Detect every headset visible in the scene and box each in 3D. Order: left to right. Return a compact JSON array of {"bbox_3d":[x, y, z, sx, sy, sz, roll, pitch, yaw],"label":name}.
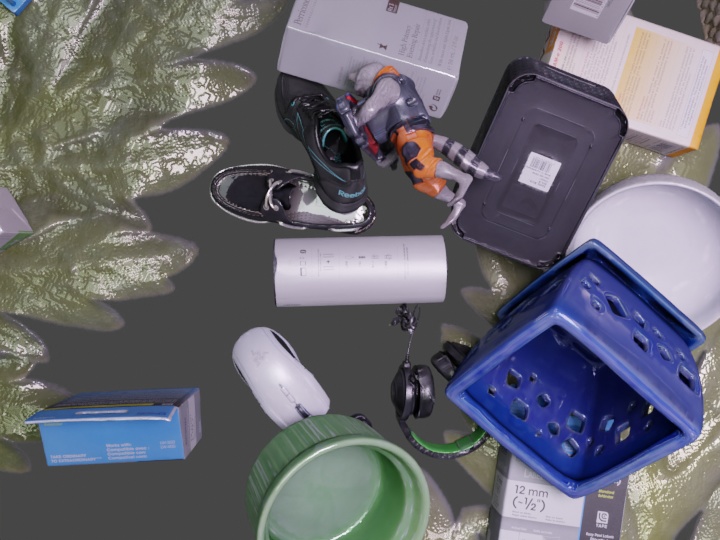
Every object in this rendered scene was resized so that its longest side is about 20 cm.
[{"bbox_3d":[0.089,0.130,1.025,0.123,0.094,0.200,-26,103,-2],"label":"headset"}]

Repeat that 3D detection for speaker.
[{"bbox_3d":[0.000,0.000,1.028,0.199,0.081,0.082,-2,90,-3],"label":"speaker"}]

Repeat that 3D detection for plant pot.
[{"bbox_3d":[0.242,0.095,0.959,0.200,0.200,0.180,40,45,-4],"label":"plant pot"}]

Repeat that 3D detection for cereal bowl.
[{"bbox_3d":[0.338,-0.022,1.026,0.199,0.083,0.201,6,116,13],"label":"cereal bowl"}]

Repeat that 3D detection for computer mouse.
[{"bbox_3d":[-0.079,0.156,1.042,0.110,0.044,0.200,-40,92,-1],"label":"computer mouse"}]

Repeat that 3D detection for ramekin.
[{"bbox_3d":[-0.032,0.259,0.987,0.199,0.098,0.201,-7,108,-21],"label":"ramekin"}]

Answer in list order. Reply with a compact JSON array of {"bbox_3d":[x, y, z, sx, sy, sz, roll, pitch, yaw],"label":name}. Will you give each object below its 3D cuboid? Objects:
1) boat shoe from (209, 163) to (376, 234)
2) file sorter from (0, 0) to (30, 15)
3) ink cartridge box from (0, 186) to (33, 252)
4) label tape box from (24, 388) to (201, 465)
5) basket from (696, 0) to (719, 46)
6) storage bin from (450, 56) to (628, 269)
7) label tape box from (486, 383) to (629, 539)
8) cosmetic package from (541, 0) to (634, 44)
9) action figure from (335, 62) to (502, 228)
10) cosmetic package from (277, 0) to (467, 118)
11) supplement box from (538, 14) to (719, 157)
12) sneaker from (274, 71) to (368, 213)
[{"bbox_3d":[-0.079,-0.082,1.034,0.199,0.060,0.074,15,90,-3],"label":"boat shoe"},{"bbox_3d":[-0.390,-0.422,0.990,0.139,0.123,0.200,41,88,-3],"label":"file sorter"},{"bbox_3d":[-0.482,-0.019,0.986,0.200,0.117,0.067,-31,94,-2],"label":"ink cartridge box"},{"bbox_3d":[-0.256,0.170,0.948,0.143,0.200,0.066,-2,91,-3],"label":"label tape box"},{"bbox_3d":[0.475,-0.377,0.998,0.160,0.200,0.199,-15,90,3],"label":"basket"},{"bbox_3d":[0.195,-0.120,0.992,0.135,0.094,0.200,21,116,-2],"label":"storage bin"},{"bbox_3d":[0.237,0.246,1.047,0.143,0.066,0.201,9,91,-3],"label":"label tape box"},{"bbox_3d":[0.263,-0.360,0.983,0.090,0.107,0.200,19,52,-1],"label":"cosmetic package"},{"bbox_3d":[0.057,-0.142,0.955,0.104,0.200,0.194,-36,81,9],"label":"action figure"},{"bbox_3d":[0.015,-0.257,1.015,0.199,0.074,0.102,16,54,-5],"label":"cosmetic package"},{"bbox_3d":[0.311,-0.226,1.046,0.199,0.074,0.126,18,90,-2],"label":"supplement box"},{"bbox_3d":[-0.039,-0.164,1.004,0.075,0.079,0.200,-20,67,-17],"label":"sneaker"}]
